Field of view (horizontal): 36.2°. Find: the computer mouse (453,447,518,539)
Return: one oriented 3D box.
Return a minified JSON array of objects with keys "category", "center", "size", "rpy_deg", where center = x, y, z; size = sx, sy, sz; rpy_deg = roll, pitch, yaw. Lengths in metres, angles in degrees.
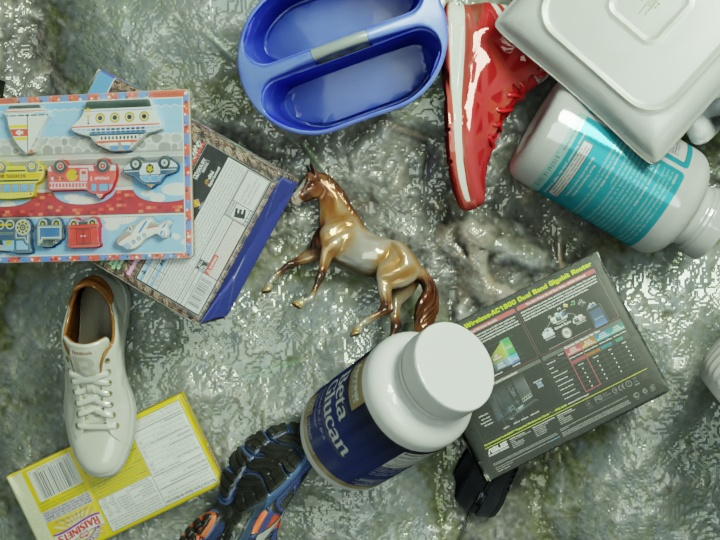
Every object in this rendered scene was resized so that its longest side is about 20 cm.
[{"category":"computer mouse","center":[0.109,0.253,1.114],"size":[0.058,0.034,0.201],"rpy_deg":[21,95,-2]}]

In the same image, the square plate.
[{"category":"square plate","center":[0.253,-0.232,0.968],"size":[0.198,0.028,0.200],"rpy_deg":[44,100,11]}]

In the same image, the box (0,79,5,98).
[{"category":"box","center":[-0.432,-0.130,1.006],"size":[0.148,0.200,0.125],"rpy_deg":[8,95,0]}]

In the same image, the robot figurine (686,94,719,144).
[{"category":"robot figurine","center":[0.308,-0.222,1.034],"size":[0.169,0.113,0.201],"rpy_deg":[-20,95,27]}]

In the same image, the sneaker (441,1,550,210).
[{"category":"sneaker","center":[0.138,-0.160,1.060],"size":[0.115,0.078,0.201],"rpy_deg":[-3,96,2]}]

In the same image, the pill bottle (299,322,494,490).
[{"category":"pill bottle","center":[0.034,0.123,1.015],"size":[0.111,0.200,0.112],"rpy_deg":[15,57,-25]}]

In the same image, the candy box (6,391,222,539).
[{"category":"candy box","center":[-0.247,0.211,1.118],"size":[0.199,0.026,0.103],"rpy_deg":[-25,94,3]}]

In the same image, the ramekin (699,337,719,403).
[{"category":"ramekin","center":[0.409,0.122,1.024],"size":[0.105,0.200,0.200],"rpy_deg":[-43,93,12]}]

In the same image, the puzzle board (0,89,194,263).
[{"category":"puzzle board","center":[-0.250,-0.084,0.998],"size":[0.199,0.017,0.152],"rpy_deg":[-1,91,7]}]

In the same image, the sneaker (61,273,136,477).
[{"category":"sneaker","center":[-0.264,0.104,1.070],"size":[0.072,0.085,0.201],"rpy_deg":[-3,88,6]}]

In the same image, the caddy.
[{"category":"caddy","center":[-0.016,-0.209,1.037],"size":[0.199,0.105,0.142],"rpy_deg":[-19,96,6]}]

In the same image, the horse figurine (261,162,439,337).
[{"category":"horse figurine","center":[0.000,0.000,1.078],"size":[0.199,0.050,0.133],"rpy_deg":[29,72,8]}]

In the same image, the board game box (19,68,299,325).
[{"category":"board game box","center":[-0.187,-0.068,1.048],"size":[0.199,0.097,0.160],"rpy_deg":[30,95,6]}]

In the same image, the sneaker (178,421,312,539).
[{"category":"sneaker","center":[-0.107,0.238,1.103],"size":[0.075,0.078,0.200],"rpy_deg":[33,80,37]}]

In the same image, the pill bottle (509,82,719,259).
[{"category":"pill bottle","center":[0.251,-0.090,1.046],"size":[0.199,0.111,0.111],"rpy_deg":[31,94,-1]}]

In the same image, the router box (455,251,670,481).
[{"category":"router box","center":[0.175,0.094,1.070],"size":[0.199,0.062,0.150],"rpy_deg":[-26,80,2]}]
